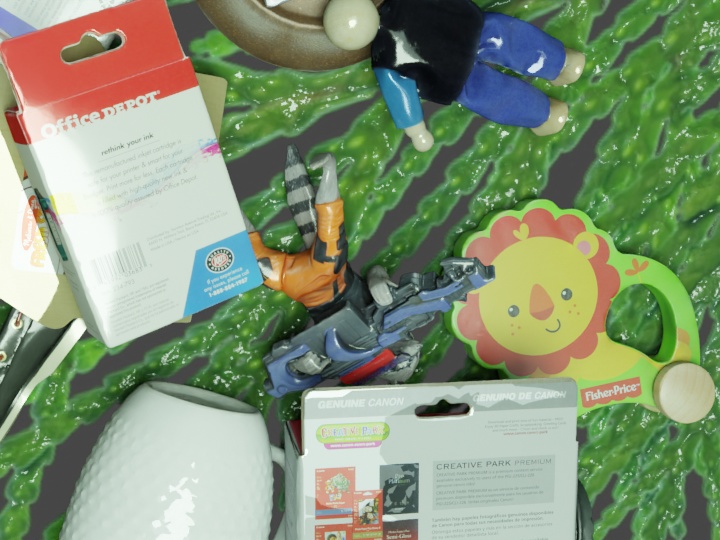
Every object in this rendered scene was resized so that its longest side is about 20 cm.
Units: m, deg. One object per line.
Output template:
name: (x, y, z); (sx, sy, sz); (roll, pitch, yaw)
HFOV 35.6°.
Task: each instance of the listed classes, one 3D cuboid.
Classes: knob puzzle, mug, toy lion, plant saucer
knob puzzle: (-0.202, -0.061, 0.768); (0.218, 0.030, 0.221); (-4, 100, -24)
mug: (-0.118, 0.181, 0.825); (0.199, 0.147, 0.177); (15, 90, -43)
toy lion: (0.166, 0.036, 0.886); (0.199, 0.069, 0.193); (-10, 96, -9)
plant saucer: (-0.032, -0.244, 0.799); (0.199, 0.037, 0.202); (-2, 102, -10)

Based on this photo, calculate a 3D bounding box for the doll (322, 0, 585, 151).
doll: (0.064, -0.151, 0.807); (0.199, 0.048, 0.137); (15, 98, -26)

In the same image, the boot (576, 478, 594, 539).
boot: (0.086, 0.254, 0.900); (0.167, 0.076, 0.201); (9, 106, -16)

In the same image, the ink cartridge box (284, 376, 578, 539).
ink cartridge box: (0.048, 0.154, 0.798); (0.198, 0.084, 0.177); (-1, 100, -11)

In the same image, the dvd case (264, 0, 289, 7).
dvd case: (-0.030, -0.300, 0.760); (0.148, 0.016, 0.201); (-22, 104, -6)

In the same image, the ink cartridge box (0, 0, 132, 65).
ink cartridge box: (-0.264, -0.194, 0.759); (0.199, 0.043, 0.199); (31, 95, -18)

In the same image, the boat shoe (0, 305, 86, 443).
boat shoe: (-0.265, 0.084, 0.802); (0.063, 0.074, 0.202); (35, 88, -17)

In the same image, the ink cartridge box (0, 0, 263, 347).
ink cartridge box: (-0.154, -0.066, 0.735); (0.116, 0.067, 0.201); (-23, 106, -21)

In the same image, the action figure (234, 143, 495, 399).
action figure: (0.000, 0.000, 0.823); (0.199, 0.105, 0.194); (-22, 111, 20)
